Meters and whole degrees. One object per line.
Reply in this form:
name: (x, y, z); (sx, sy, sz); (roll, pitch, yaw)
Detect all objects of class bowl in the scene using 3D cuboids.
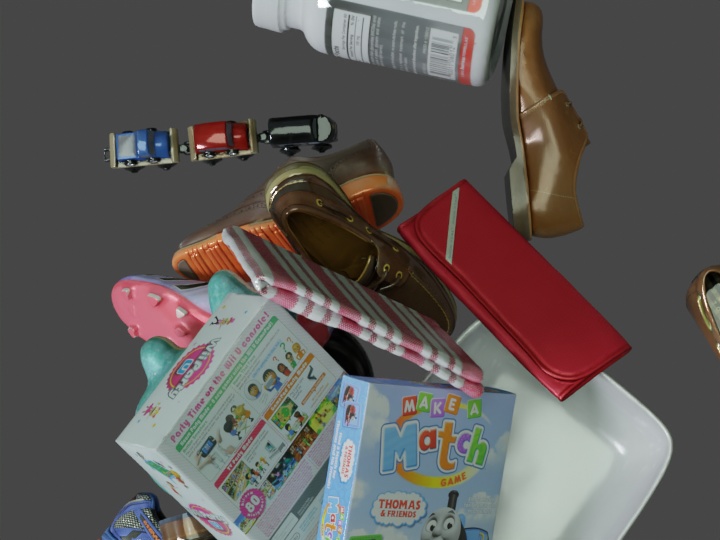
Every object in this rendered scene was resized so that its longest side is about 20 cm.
bowl: (0.126, 0.156, 1.736); (0.200, 0.075, 0.200); (36, 88, 9)

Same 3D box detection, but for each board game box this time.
board game box: (0.037, 0.183, 1.634); (0.037, 0.151, 0.200); (11, 93, 51)
board game box: (-0.062, 0.136, 1.623); (0.200, 0.064, 0.148); (48, 67, -27)

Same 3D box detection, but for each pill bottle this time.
pill bottle: (0.020, -0.225, 1.775); (0.200, 0.116, 0.116); (14, 85, 8)

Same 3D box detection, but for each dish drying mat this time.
dish drying mat: (0.120, 0.013, 1.719); (0.077, 0.018, 0.200); (-34, 65, -20)

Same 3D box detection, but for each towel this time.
towel: (-0.009, 0.032, 1.630); (0.200, 0.146, 0.030); (26, 97, -18)

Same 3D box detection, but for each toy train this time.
toy train: (-0.118, -0.107, 1.811); (0.200, 0.046, 0.034); (-6, 82, 6)

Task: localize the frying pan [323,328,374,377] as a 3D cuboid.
frying pan: (-0.073, 0.116, 1.784); (0.190, 0.031, 0.115); (-28, 72, 13)

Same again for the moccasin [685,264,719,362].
moccasin: (0.333, 0.079, 1.719); (0.074, 0.078, 0.202); (-30, 81, 2)

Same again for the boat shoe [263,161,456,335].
boat shoe: (0.000, -0.001, 1.736); (0.072, 0.068, 0.200); (-40, 113, 17)

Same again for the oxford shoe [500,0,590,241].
oxford shoe: (0.150, -0.125, 1.775); (0.071, 0.071, 0.200); (-5, 93, 1)

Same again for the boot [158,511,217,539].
boot: (-0.061, 0.229, 1.718); (0.200, 0.075, 0.097); (-6, 77, -30)

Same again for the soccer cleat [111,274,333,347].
soccer cleat: (-0.111, 0.034, 1.781); (0.200, 0.076, 0.067); (9, 123, 30)

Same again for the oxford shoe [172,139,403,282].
oxford shoe: (-0.064, -0.047, 1.798); (0.200, 0.071, 0.073); (-20, 54, 6)

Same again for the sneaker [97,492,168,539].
sneaker: (-0.117, 0.238, 1.756); (0.200, 0.075, 0.079); (22, 82, 7)

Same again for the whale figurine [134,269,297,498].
whale figurine: (-0.111, 0.100, 1.702); (0.159, 0.104, 0.200); (28, 126, 14)
